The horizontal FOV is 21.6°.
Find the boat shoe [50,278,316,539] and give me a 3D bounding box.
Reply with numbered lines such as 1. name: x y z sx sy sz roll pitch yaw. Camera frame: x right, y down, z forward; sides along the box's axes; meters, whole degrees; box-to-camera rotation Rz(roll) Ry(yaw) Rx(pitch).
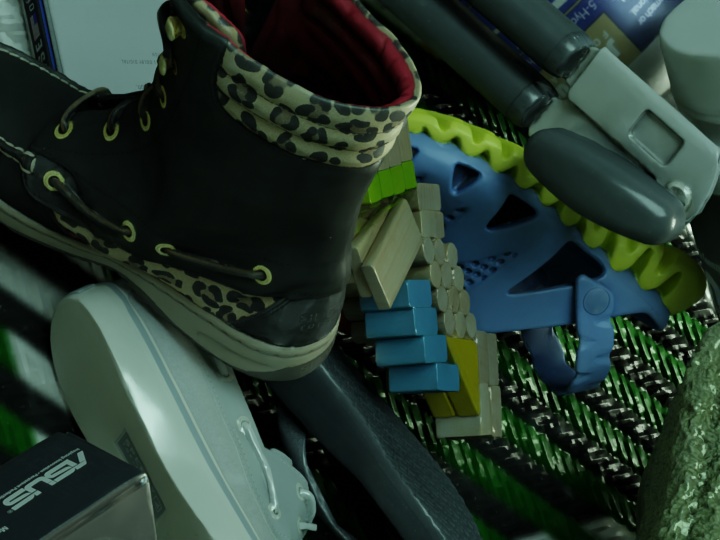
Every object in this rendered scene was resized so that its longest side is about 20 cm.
1. boat shoe: -0.053 0.091 0.748 0.068 0.072 0.201 -20 71 -36

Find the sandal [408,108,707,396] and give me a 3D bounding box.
1. sandal: 0.066 -0.008 0.856 0.199 0.079 0.087 31 89 -20

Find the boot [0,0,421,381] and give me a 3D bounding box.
1. boot: -0.075 -0.062 0.702 0.200 0.151 0.073 37 48 9

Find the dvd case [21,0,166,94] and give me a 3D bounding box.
1. dvd case: -0.080 -0.117 0.849 0.149 0.025 0.201 -3 71 -35

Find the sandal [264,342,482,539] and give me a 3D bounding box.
1. sandal: -0.012 0.069 0.793 0.200 0.043 0.076 52 10 10

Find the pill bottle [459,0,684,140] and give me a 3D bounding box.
1. pill bottle: 0.103 -0.127 0.916 0.200 0.120 0.120 45 51 -8

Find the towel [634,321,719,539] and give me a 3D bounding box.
1. towel: 0.132 0.134 0.808 0.036 0.149 0.201 13 57 7

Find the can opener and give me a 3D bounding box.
1. can opener: 0.068 -0.087 0.804 0.200 0.053 0.067 43 24 15

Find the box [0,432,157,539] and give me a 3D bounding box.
1. box: -0.126 0.174 0.593 0.161 0.049 0.201 -29 128 -39

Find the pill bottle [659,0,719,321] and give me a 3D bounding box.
1. pill bottle: 0.204 -0.029 0.842 0.114 0.113 0.201 -44 123 -39

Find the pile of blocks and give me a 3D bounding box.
1. pile of blocks: 0.000 0.000 0.789 0.082 0.062 0.201 -59 135 -50
